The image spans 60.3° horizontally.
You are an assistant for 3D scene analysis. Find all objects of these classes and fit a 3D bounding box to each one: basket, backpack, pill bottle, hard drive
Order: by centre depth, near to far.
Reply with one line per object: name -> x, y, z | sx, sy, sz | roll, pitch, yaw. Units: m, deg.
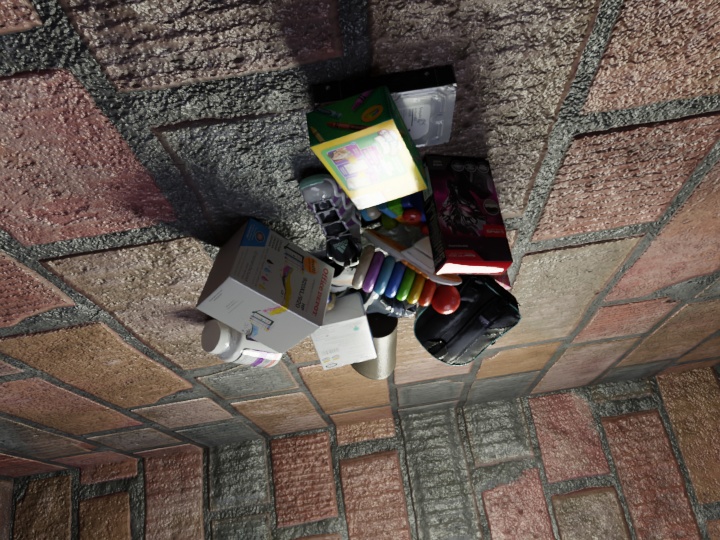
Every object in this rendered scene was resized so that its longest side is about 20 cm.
hard drive -> 0.035, -0.223, 0.901 | 0.199, 0.038, 0.140 | -9, 156, -2
backpack -> 0.210, 0.090, 1.299 | 0.175, 0.153, 0.200 | 37, 104, -10
pill bottle -> -0.303, 0.183, 1.594 | 0.111, 0.112, 0.199 | -26, 150, 34
basket -> 0.033, 0.172, 1.638 | 0.136, 0.181, 0.200 | -28, 156, -20

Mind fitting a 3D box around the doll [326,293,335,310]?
doll -> -0.125, 0.010, 1.302 | 0.136, 0.049, 0.200 | 4, 147, 39

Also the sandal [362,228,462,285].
sandal -> 0.099, -0.041, 1.130 | 0.059, 0.206, 0.079 | -63, 166, 16

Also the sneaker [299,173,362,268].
sneaker -> -0.040, -0.072, 1.079 | 0.077, 0.141, 0.200 | -17, 155, 19

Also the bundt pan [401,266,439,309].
bundt pan -> 0.140, -0.018, 1.257 | 0.202, 0.076, 0.202 | -43, -179, 1

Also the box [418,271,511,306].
box -> 0.231, 0.020, 1.430 | 0.199, 0.103, 0.094 | -25, 151, 30

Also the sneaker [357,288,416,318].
sneaker -> 0.071, 0.061, 1.478 | 0.145, 0.077, 0.202 | 6, 164, -6

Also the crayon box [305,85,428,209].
crayon box -> 0.015, -0.169, 0.896 | 0.118, 0.059, 0.200 | -16, 155, 14

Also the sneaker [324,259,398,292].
sneaker -> 0.000, 0.000, 1.341 | 0.199, 0.074, 0.080 | -12, 154, 6

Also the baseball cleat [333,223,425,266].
baseball cleat -> 0.029, -0.061, 1.242 | 0.199, 0.070, 0.106 | -14, -167, -21

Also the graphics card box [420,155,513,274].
graphics card box -> 0.172, -0.093, 1.036 | 0.125, 0.201, 0.051 | 1, 155, -18

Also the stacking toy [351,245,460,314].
stacking toy -> 0.088, 0.025, 1.142 | 0.199, 0.086, 0.085 | 21, 154, 1

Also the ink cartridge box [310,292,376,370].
ink cartridge box -> -0.042, 0.154, 1.447 | 0.136, 0.077, 0.201 | -13, 135, 1

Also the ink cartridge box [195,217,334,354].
ink cartridge box -> -0.176, 0.033, 1.181 | 0.199, 0.148, 0.144 | 32, 137, -23

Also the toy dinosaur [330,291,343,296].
toy dinosaur -> -0.080, 0.050, 1.461 | 0.088, 0.048, 0.200 | -4, 160, -27

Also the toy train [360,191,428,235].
toy train -> 0.093, -0.100, 1.151 | 0.115, 0.085, 0.200 | -11, 158, 30
